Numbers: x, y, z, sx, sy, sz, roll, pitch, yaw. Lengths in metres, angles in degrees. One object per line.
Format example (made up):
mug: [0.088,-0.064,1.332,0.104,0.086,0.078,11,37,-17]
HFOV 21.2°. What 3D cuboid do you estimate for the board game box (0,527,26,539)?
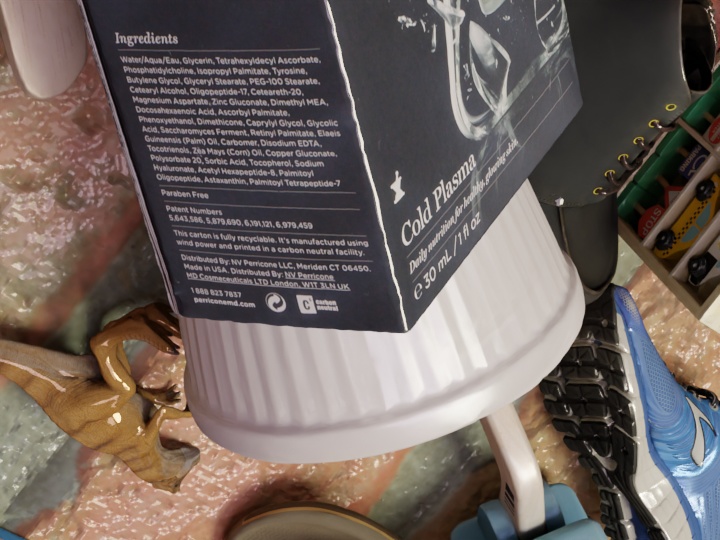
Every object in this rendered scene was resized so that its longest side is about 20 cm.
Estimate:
board game box: [-0.279,0.205,1.008,0.195,0.056,0.200,32,103,-33]

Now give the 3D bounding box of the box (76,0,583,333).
box: [-0.009,-0.111,0.810,0.200,0.123,0.198,-50,133,-46]

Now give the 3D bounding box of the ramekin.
ramekin: [0.000,0.000,0.927,0.201,0.202,0.095,-22,114,-9]

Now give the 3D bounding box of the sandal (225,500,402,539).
sandal: [0.011,0.192,1.059,0.199,0.054,0.081,28,124,11]

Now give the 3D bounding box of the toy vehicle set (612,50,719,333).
toy vehicle set: [0.219,-0.076,1.010,0.026,0.124,0.200,29,104,-32]

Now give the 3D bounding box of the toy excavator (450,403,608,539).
toy excavator: [0.098,0.148,1.093,0.099,0.195,0.200,-20,152,-10]

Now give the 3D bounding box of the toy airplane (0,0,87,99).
toy airplane: [-0.165,-0.199,0.795,0.199,0.141,0.201,34,65,-44]

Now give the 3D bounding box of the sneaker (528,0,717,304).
sneaker: [0.130,-0.062,0.982,0.075,0.106,0.201,-51,138,-44]

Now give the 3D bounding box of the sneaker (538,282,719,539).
sneaker: [0.170,0.087,1.123,0.089,0.078,0.201,-38,121,-28]

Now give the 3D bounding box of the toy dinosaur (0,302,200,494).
toy dinosaur: [-0.142,0.059,0.980,0.200,0.060,0.106,36,102,-33]
